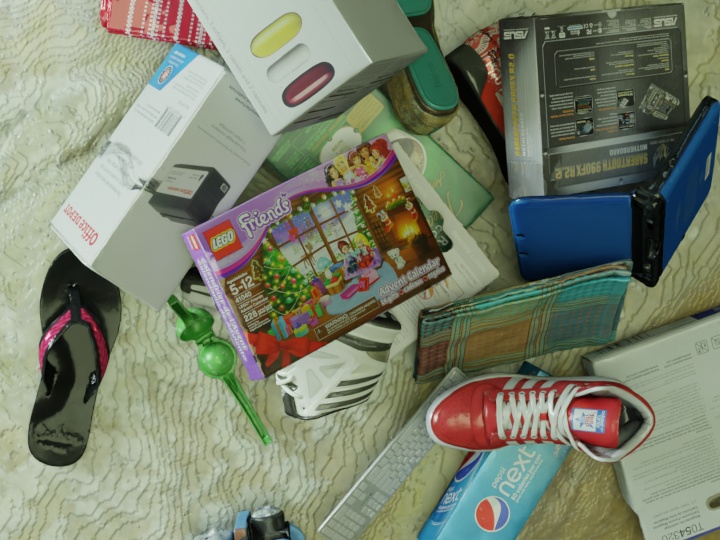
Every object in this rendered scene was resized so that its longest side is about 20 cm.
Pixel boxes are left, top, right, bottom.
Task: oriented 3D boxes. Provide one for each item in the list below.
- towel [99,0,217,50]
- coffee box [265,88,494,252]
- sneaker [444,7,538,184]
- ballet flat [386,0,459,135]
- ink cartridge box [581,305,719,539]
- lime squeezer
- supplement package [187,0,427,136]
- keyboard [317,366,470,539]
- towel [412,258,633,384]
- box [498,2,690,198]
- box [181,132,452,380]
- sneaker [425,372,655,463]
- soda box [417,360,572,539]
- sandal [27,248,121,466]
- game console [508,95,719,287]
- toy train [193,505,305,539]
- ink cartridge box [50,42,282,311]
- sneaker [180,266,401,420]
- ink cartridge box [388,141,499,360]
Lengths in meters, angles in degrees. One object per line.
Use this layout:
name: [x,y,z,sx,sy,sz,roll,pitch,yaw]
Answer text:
towel: [-0.128,-0.271,1.514,0.198,0.022,0.146,8,92,-11]
coffee box: [0.011,-0.090,1.541,0.200,0.044,0.123,41,91,-10]
sneaker: [0.169,-0.141,1.548,0.108,0.067,0.202,-36,106,-13]
ballet flat: [0.037,-0.213,1.516,0.070,0.071,0.202,-13,72,-7]
ink cartridge box: [0.332,0.145,1.614,0.195,0.043,0.202,-18,100,-8]
lime squeezer: [-0.131,0.075,1.529,0.038,0.070,0.201,-41,130,-15]
supplement package: [-0.058,-0.233,1.409,0.110,0.156,0.201,-33,89,22]
keyboard: [0.036,0.177,1.571,0.011,0.056,0.200,39,89,34]
towel: [0.147,0.051,1.534,0.198,0.147,0.022,-13,63,-7]
box: [0.215,-0.155,1.516,0.199,0.048,0.160,-12,102,-37]
box: [-0.035,-0.013,1.421,0.199,0.039,0.138,-28,95,-24]
sneaker: [0.162,0.131,1.486,0.198,0.112,0.072,-5,96,-8]
soda box: [0.136,0.190,1.577,0.068,0.064,0.201,32,90,-10]
sandal: [-0.259,0.081,1.517,0.074,0.045,0.202,8,94,-9]
game console: [0.228,-0.068,1.497,0.118,0.200,0.171,29,77,17]
toy train: [-0.097,0.319,1.547,0.113,0.087,0.202,-9,97,-1]
ink cartridge box: [-0.167,-0.084,1.458,0.083,0.145,0.201,35,90,-28]
sneaker: [-0.072,0.071,1.478,0.199,0.076,0.116,16,103,-9]
ink cartridge box: [0.000,0.000,1.524,0.199,0.050,0.161,-38,104,6]
